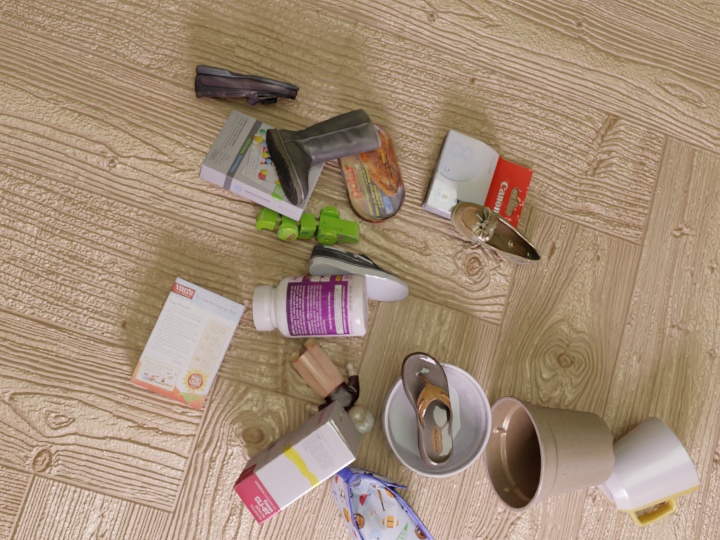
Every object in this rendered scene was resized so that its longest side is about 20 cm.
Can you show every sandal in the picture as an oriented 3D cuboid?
[{"bbox_3d":[0.122,0.240,1.242,0.081,0.055,0.202,-5,84,-10],"label":"sandal"}]

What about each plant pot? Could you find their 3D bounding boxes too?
[{"bbox_3d":[0.352,0.331,1.319,0.182,0.200,0.202,3,82,-20],"label":"plant pot"}]

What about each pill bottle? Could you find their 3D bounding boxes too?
[{"bbox_3d":[-0.089,0.065,1.299,0.198,0.112,0.113,-2,83,5],"label":"pill bottle"}]

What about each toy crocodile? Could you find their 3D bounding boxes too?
[{"bbox_3d":[-0.098,-0.082,1.354,0.198,0.062,0.068,7,56,-14],"label":"toy crocodile"}]

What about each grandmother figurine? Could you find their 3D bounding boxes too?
[{"bbox_3d":[-0.051,0.221,1.323,0.121,0.061,0.200,-42,88,-3],"label":"grandmother figurine"}]

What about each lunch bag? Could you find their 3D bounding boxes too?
[{"bbox_3d":[0.031,0.424,1.251,0.124,0.170,0.200,-37,89,-15],"label":"lunch bag"}]

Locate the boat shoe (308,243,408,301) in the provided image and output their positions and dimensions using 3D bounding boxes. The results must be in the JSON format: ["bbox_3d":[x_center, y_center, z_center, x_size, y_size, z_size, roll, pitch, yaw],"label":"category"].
[{"bbox_3d":[0.000,0.000,1.357,0.199,0.072,0.068,16,51,-12],"label":"boat shoe"}]

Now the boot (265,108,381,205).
[{"bbox_3d":[-0.056,-0.211,1.314,0.199,0.073,0.183,-10,64,-22],"label":"boot"}]

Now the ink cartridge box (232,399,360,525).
[{"bbox_3d":[-0.103,0.323,1.231,0.199,0.145,0.084,-36,91,4],"label":"ink cartridge box"}]

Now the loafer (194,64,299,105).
[{"bbox_3d":[-0.218,-0.342,1.372,0.198,0.072,0.063,11,100,-2],"label":"loafer"}]

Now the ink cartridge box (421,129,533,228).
[{"bbox_3d":[0.238,-0.167,1.425,0.199,0.047,0.161,19,80,-5],"label":"ink cartridge box"}]

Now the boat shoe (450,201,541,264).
[{"bbox_3d":[0.264,-0.073,1.387,0.199,0.063,0.074,26,88,-20],"label":"boat shoe"}]

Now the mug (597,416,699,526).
[{"bbox_3d":[0.533,0.394,1.355,0.152,0.149,0.187,-26,81,-4],"label":"mug"}]

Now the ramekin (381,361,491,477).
[{"bbox_3d":[0.130,0.269,1.321,0.199,0.105,0.202,1,83,-9],"label":"ramekin"}]

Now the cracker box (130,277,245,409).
[{"bbox_3d":[-0.306,0.130,1.292,0.133,0.058,0.201,24,80,-6],"label":"cracker box"}]

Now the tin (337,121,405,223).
[{"bbox_3d":[0.018,-0.190,1.398,0.111,0.042,0.201,-13,84,-15],"label":"tin"}]

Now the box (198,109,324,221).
[{"bbox_3d":[-0.176,-0.197,1.335,0.199,0.041,0.157,25,54,-6],"label":"box"}]
